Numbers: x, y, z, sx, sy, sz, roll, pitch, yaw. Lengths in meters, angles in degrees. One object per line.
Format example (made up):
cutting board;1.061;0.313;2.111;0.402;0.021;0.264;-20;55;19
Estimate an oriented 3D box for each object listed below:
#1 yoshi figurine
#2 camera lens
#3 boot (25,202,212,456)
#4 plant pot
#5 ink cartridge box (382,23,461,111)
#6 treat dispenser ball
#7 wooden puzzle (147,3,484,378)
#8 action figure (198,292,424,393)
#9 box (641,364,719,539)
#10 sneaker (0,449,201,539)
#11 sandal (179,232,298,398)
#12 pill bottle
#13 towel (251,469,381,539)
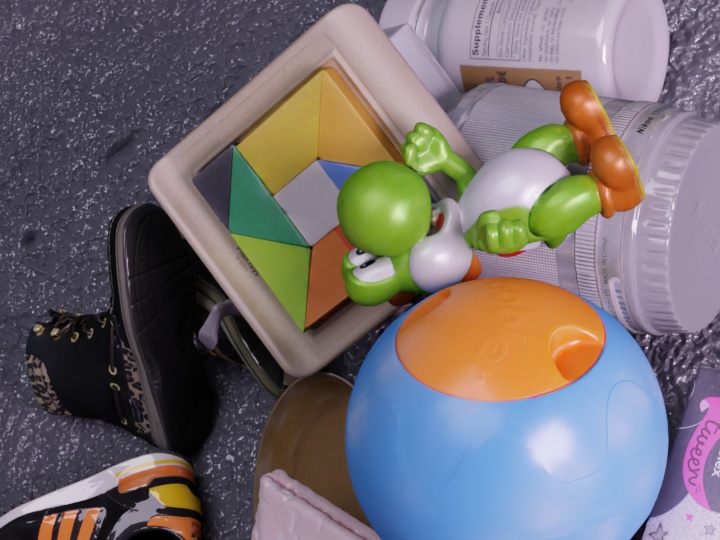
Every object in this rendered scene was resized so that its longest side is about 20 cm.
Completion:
yoshi figurine;0.069;-0.049;1.324;0.200;0.112;0.112;-27;88;6
camera lens;0.149;-0.043;1.457;0.200;0.160;0.160;10;71;30
boot;-0.199;0.040;1.613;0.154;0.204;0.073;9;29;37
plant pot;-0.016;0.171;1.471;0.200;0.027;0.200;1;92;57
ink cartridge box;-0.034;-0.100;1.564;0.145;0.085;0.200;-43;15;-20
treat dispenser ball;0.090;0.104;1.309;0.201;0.201;0.201;-13;60;23
wooden puzzle;-0.026;-0.051;1.418;0.200;0.037;0.185;-38;86;21
action figure;0.000;0.000;1.547;0.200;0.105;0.194;7;43;27
box;0.254;0.178;1.317;0.132;0.115;0.200;12;72;33
sneaker;-0.209;0.213;1.587;0.200;0.070;0.090;-27;53;13
sandal;-0.099;0.035;1.625;0.201;0.080;0.057;45;126;35
pill bottle;0.119;-0.167;1.569;0.200;0.114;0.115;7;69;32
towel;-0.007;0.258;1.405;0.191;0.032;0.200;27;121;35
